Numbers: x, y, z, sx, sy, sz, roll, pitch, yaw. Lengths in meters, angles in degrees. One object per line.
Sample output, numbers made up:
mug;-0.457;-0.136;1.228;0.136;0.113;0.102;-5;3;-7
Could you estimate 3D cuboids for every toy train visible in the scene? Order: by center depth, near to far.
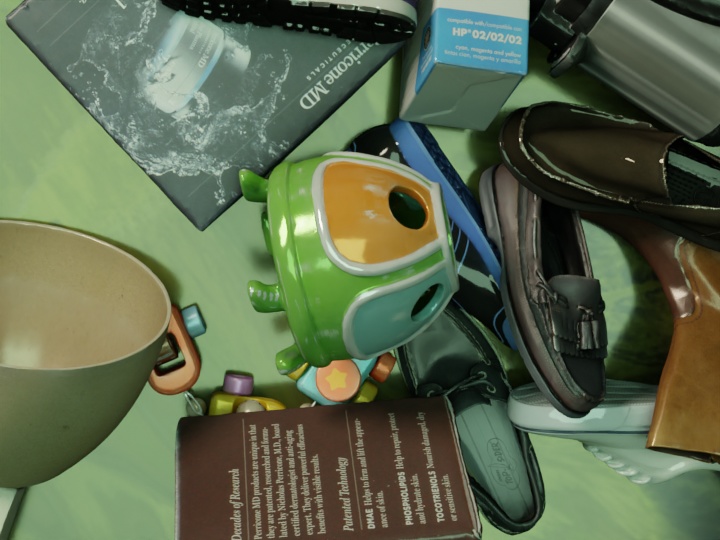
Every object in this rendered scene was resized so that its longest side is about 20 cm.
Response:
toy train;-0.075;0.064;1.288;0.199;0.056;0.151;-18;95;-2

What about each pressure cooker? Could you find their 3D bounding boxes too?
pressure cooker;0.212;-0.201;1.229;0.200;0.176;0.179;33;120;-4

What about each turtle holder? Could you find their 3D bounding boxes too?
turtle holder;0.000;0.004;1.189;0.131;0.141;0.186;-11;127;5

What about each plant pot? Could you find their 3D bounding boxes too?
plant pot;-0.240;0.070;1.226;0.200;0.200;0.135;11;118;-4

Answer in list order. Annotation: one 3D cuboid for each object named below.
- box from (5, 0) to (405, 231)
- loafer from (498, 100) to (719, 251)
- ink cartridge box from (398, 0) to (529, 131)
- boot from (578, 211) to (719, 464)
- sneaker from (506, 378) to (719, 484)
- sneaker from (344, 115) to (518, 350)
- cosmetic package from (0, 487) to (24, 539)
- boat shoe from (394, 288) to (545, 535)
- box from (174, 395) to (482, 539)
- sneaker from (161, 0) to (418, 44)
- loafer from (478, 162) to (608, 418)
box;-0.107;-0.166;1.241;0.197;0.117;0.200;-43;96;0
loafer;0.195;-0.076;1.222;0.199;0.071;0.073;16;68;-3
ink cartridge box;0.074;-0.212;1.226;0.068;0.115;0.201;6;74;-10
boot;0.223;0.037;1.270;0.188;0.068;0.201;19;69;-16
sneaker;0.201;0.122;1.288;0.199;0.073;0.071;4;104;-14
sneaker;0.056;-0.017;1.290;0.078;0.070;0.200;-31;97;16
cosmetic package;-0.352;0.170;1.256;0.199;0.087;0.104;18;82;-5
boat shoe;0.081;0.106;1.295;0.074;0.066;0.200;-21;95;-1
box;-0.022;0.204;1.222;0.199;0.164;0.166;-6;121;-3
sneaker;-0.057;-0.210;1.158;0.199;0.076;0.088;9;77;-9
loafer;0.138;0.003;1.241;0.063;0.072;0.200;-33;60;35
